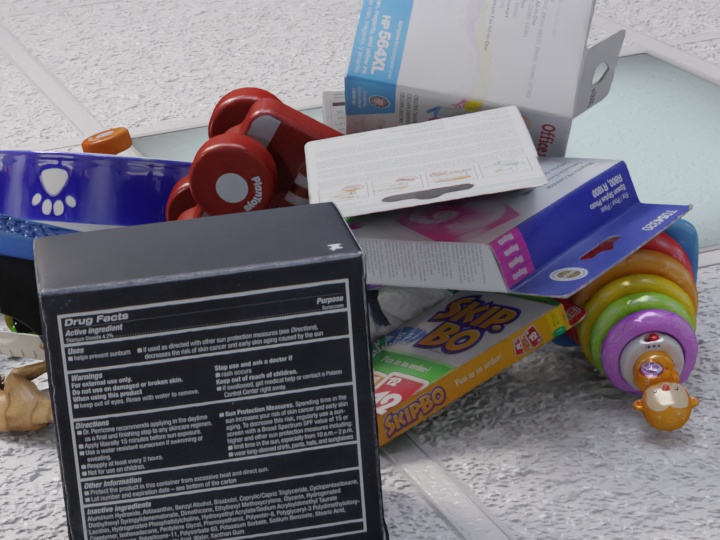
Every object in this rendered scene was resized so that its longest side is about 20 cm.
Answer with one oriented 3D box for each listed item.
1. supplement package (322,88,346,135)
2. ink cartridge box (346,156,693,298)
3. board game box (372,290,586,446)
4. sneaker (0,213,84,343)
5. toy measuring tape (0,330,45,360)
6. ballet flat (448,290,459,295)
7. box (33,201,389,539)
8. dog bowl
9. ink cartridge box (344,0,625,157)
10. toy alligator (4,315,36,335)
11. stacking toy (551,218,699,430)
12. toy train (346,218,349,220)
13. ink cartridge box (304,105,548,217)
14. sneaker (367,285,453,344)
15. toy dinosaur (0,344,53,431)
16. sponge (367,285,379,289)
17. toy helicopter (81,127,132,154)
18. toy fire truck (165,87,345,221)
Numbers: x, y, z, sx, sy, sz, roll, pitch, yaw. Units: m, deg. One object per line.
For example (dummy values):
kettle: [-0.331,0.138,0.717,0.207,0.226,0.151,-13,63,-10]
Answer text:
supplement package: [0.048,-0.091,1.806,0.154,0.112,0.200,-4,-2,-1]
ink cartridge box: [0.105,-0.036,1.523,0.199,0.044,0.196,2,21,35]
board game box: [0.058,0.059,1.522,0.199,0.030,0.095,-28,26,-17]
sneaker: [-0.205,0.016,1.568,0.198,0.079,0.070,14,14,-20]
toy measuring tape: [-0.296,0.042,1.665,0.198,0.074,0.074,4,21,23]
ballet flat: [0.148,0.015,1.673,0.198,0.070,0.069,-7,19,-19]
box: [-0.094,0.075,1.337,0.198,0.200,0.123,-7,20,-9]
dog bowl: [-0.216,-0.055,1.806,0.198,0.080,0.200,3,0,0]
ink cartridge box: [0.096,-0.157,1.642,0.198,0.126,0.129,12,-20,5]
toy alligator: [-0.233,0.010,1.759,0.059,0.055,0.200,7,22,27]
stacking toy: [0.200,0.049,1.523,0.115,0.111,0.201,-3,31,-3]
toy train: [-0.037,0.002,1.544,0.056,0.042,0.200,26,37,29]
ink cartridge box: [0.043,-0.056,1.478,0.161,0.058,0.200,-10,23,1]
sneaker: [-0.034,0.038,1.602,0.198,0.080,0.130,-23,33,-18]
toy dinosaur: [-0.232,0.097,1.539,0.199,0.061,0.106,-1,30,39]
sponge: [0.000,0.000,1.776,0.198,0.030,0.112,-2,19,5]
toy helicopter: [-0.294,-0.076,2.020,0.132,0.080,0.199,-27,17,-28]
toy fire truck: [-0.065,-0.033,1.665,0.167,0.201,0.112,27,28,-7]
